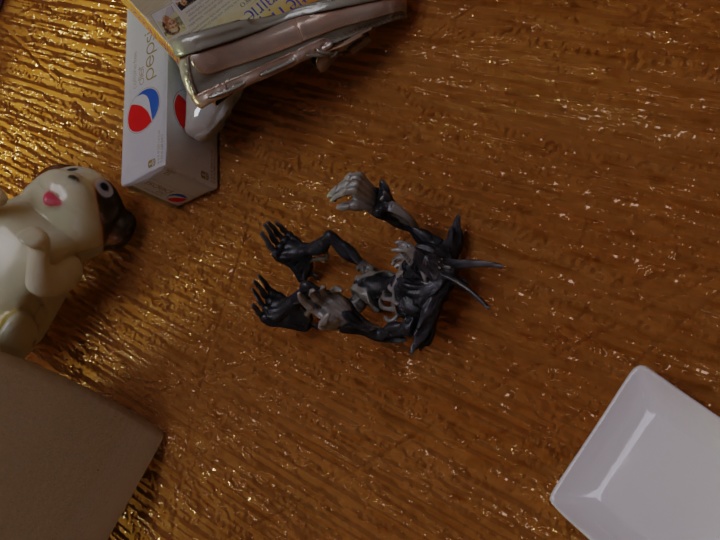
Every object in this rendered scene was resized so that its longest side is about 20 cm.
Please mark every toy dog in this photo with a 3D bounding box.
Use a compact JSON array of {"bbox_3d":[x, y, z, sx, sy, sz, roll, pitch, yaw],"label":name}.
[{"bbox_3d":[-0.307,-0.011,1.033,0.139,0.194,0.200,36,82,25],"label":"toy dog"}]

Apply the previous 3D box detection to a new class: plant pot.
[{"bbox_3d":[-0.329,0.169,0.915,0.199,0.177,0.201,-4,49,40],"label":"plant pot"}]

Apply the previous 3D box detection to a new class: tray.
[{"bbox_3d":[0.208,0.149,0.616,0.200,0.022,0.108,38,101,42],"label":"tray"}]

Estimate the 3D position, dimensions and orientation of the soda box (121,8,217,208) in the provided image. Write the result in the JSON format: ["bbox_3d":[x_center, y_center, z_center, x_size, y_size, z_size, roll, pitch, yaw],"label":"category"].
[{"bbox_3d":[-0.181,-0.166,1.030,0.063,0.068,0.201,-20,62,34],"label":"soda box"}]

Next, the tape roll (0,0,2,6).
[{"bbox_3d":[-0.549,-0.359,1.416,0.199,0.066,0.201,-16,64,36],"label":"tape roll"}]

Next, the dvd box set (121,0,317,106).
[{"bbox_3d":[-0.137,-0.264,0.951,0.146,0.029,0.200,-41,84,-11],"label":"dvd box set"}]

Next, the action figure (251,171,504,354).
[{"bbox_3d":[0.000,0.000,0.796,0.199,0.102,0.119,-5,60,41],"label":"action figure"}]

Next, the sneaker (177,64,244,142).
[{"bbox_3d":[-0.150,-0.214,0.992,0.078,0.099,0.201,145,136,-59],"label":"sneaker"}]

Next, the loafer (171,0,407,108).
[{"bbox_3d":[-0.054,-0.187,0.899,0.199,0.072,0.063,-14,104,-3],"label":"loafer"}]
